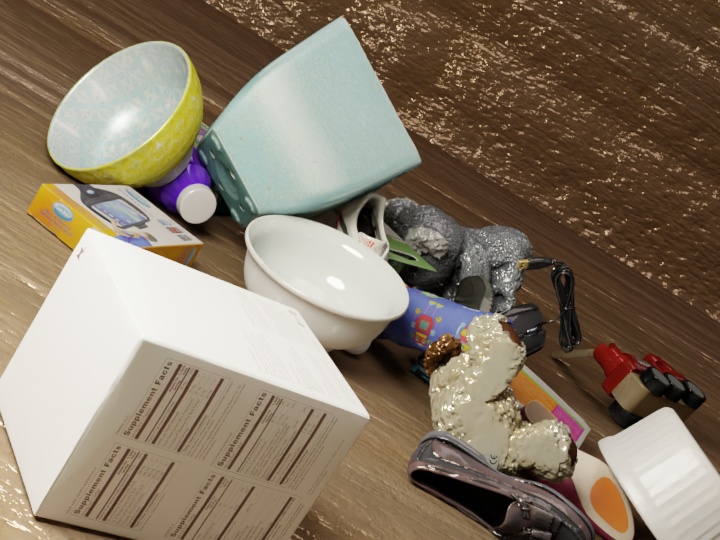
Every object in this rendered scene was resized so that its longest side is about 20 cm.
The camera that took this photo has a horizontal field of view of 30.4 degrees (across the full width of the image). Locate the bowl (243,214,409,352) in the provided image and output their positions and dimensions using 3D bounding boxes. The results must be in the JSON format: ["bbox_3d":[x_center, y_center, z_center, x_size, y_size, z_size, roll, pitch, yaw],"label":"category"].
[{"bbox_3d":[-0.053,0.029,1.483,0.200,0.091,0.201,23,23,-10],"label":"bowl"}]

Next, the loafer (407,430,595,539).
[{"bbox_3d":[0.134,0.235,1.312,0.199,0.072,0.063,30,32,13],"label":"loafer"}]

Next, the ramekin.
[{"bbox_3d":[0.373,0.258,1.542,0.201,0.097,0.201,53,9,-12],"label":"ramekin"}]

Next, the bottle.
[{"bbox_3d":[-0.234,-0.125,1.652,0.065,0.084,0.200,30,12,-38],"label":"bottle"}]

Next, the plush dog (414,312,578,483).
[{"bbox_3d":[0.126,0.159,1.452,0.201,0.160,0.172,60,-2,-4],"label":"plush dog"}]

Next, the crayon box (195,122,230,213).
[{"bbox_3d":[-0.224,-0.154,1.836,0.199,0.059,0.172,38,13,17],"label":"crayon box"}]

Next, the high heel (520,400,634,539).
[{"bbox_3d":[0.232,0.245,1.542,0.200,0.096,0.067,47,56,2],"label":"high heel"}]

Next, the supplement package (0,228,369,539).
[{"bbox_3d":[-0.133,0.097,0.966,0.199,0.151,0.152,23,17,-36],"label":"supplement package"}]

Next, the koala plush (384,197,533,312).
[{"bbox_3d":[0.117,-0.022,1.839,0.199,0.184,0.178,36,10,-22],"label":"koala plush"}]

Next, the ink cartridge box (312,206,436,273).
[{"bbox_3d":[-0.002,-0.039,1.731,0.103,0.060,0.200,17,21,-48],"label":"ink cartridge box"}]

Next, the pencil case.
[{"bbox_3d":[0.099,0.070,1.590,0.199,0.079,0.086,19,10,39],"label":"pencil case"}]

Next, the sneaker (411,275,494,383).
[{"bbox_3d":[0.119,0.070,1.688,0.081,0.074,0.201,21,41,-4],"label":"sneaker"}]

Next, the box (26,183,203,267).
[{"bbox_3d":[-0.255,-0.046,1.428,0.119,0.042,0.200,37,16,14],"label":"box"}]

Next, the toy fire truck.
[{"bbox_3d":[0.419,0.167,2.106,0.175,0.129,0.201,19,29,-45],"label":"toy fire truck"}]

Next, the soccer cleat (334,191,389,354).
[{"bbox_3d":[0.000,0.000,1.585,0.068,0.085,0.202,16,62,-22],"label":"soccer cleat"}]

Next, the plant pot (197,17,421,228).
[{"bbox_3d":[-0.080,-0.151,1.598,0.197,0.199,0.196,60,-18,-3],"label":"plant pot"}]

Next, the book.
[{"bbox_3d":[0.223,0.191,1.688,0.133,0.048,0.200,38,15,12],"label":"book"}]

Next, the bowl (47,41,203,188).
[{"bbox_3d":[-0.259,-0.163,1.570,0.200,0.200,0.108,47,-4,46],"label":"bowl"}]

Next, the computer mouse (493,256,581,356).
[{"bbox_3d":[0.210,0.057,1.778,0.198,0.142,0.046,-8,11,-15],"label":"computer mouse"}]
